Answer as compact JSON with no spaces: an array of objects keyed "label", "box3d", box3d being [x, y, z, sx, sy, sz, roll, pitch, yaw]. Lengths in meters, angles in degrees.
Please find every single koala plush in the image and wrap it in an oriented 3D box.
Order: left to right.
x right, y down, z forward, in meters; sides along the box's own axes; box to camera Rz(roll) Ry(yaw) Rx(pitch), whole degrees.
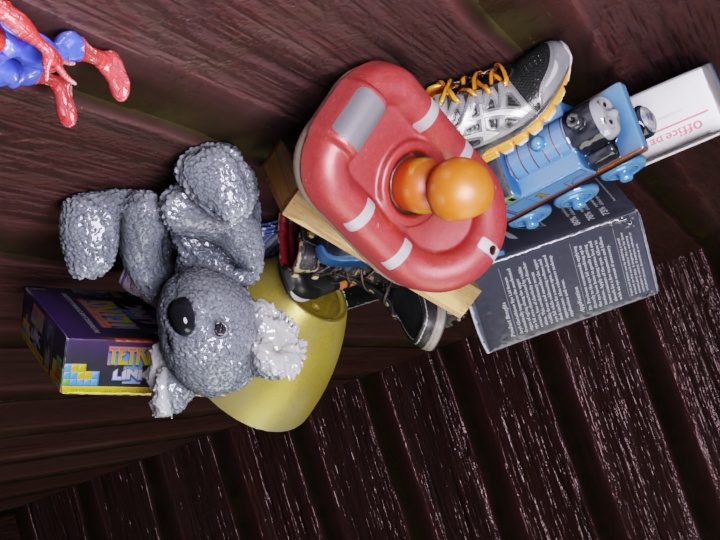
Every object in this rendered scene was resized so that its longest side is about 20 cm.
[{"label":"koala plush","box3d":[-0.138,0.019,1.058,0.176,0.202,0.184,-21,170,10]}]

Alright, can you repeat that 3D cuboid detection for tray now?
[{"label":"tray","box3d":[0.008,-0.035,1.058,0.199,0.099,0.037,29,106,-27]}]

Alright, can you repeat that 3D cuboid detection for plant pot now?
[{"label":"plant pot","box3d":[-0.095,0.064,1.408,0.142,0.201,0.199,-46,157,28]}]

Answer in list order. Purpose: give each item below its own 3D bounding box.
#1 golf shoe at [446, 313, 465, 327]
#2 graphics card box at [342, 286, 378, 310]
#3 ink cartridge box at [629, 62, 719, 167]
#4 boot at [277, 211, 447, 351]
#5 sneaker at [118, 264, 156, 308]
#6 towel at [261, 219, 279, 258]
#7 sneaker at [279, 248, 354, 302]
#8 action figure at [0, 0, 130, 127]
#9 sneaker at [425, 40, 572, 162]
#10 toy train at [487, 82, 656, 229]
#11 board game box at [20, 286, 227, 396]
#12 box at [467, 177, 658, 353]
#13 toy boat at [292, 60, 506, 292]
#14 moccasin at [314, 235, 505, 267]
[{"label":"golf shoe","box3d":[0.130,-0.027,1.440,0.201,0.087,0.077,-63,178,24]},{"label":"graphics card box","box3d":[0.039,-0.010,1.521,0.198,0.051,0.125,-16,-162,-13]},{"label":"ink cartridge box","box3d":[0.307,-0.154,1.213,0.115,0.067,0.200,-23,-177,22]},{"label":"boot","box3d":[0.000,0.000,1.235,0.149,0.201,0.074,10,127,-23]},{"label":"sneaker","box3d":[-0.178,-0.007,1.234,0.073,0.113,0.200,-67,170,12]},{"label":"towel","box3d":[-0.078,-0.043,1.374,0.198,0.024,0.145,-13,170,-22]},{"label":"sneaker","box3d":[-0.014,-0.015,1.344,0.089,0.071,0.200,-16,179,26]},{"label":"action figure","box3d":[-0.198,-0.120,0.667,0.065,0.052,0.200,-18,168,16]},{"label":"sneaker","box3d":[0.093,-0.135,1.035,0.199,0.077,0.078,-37,-154,11]},{"label":"toy train","box3d":[0.176,-0.101,1.122,0.199,0.088,0.114,-27,161,33]},{"label":"board game box","box3d":[-0.236,0.068,1.199,0.164,0.057,0.200,5,-169,-28]},{"label":"box","box3d":[0.199,-0.015,1.307,0.198,0.105,0.148,-19,-156,3]},{"label":"toy boat","box3d":[0.052,-0.065,0.938,0.130,0.131,0.200,16,159,50]},{"label":"moccasin","box3d":[0.054,-0.040,1.174,0.198,0.069,0.080,0,172,-27]}]
